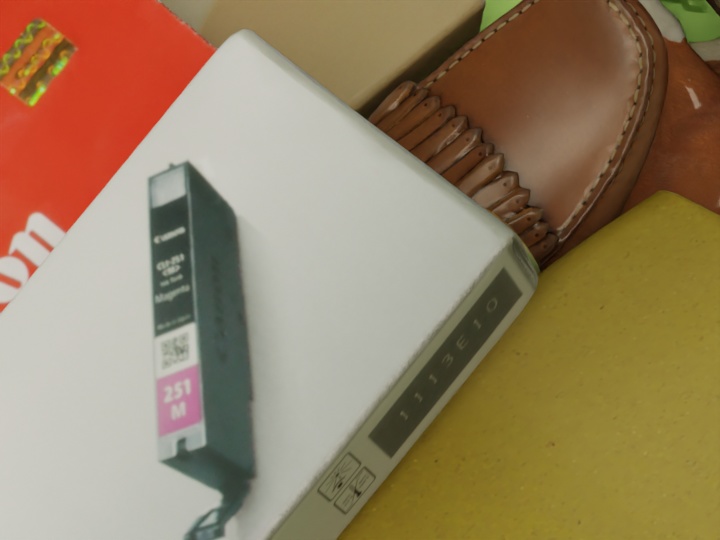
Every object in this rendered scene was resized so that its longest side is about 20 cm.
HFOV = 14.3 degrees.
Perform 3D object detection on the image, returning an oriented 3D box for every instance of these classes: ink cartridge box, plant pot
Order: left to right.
[{"bbox_3d":[-0.083,0.024,0.699,0.173,0.044,0.200,38,85,22],"label":"ink cartridge box"},{"bbox_3d":[0.100,0.101,0.727,0.199,0.200,0.177,29,82,39],"label":"plant pot"}]

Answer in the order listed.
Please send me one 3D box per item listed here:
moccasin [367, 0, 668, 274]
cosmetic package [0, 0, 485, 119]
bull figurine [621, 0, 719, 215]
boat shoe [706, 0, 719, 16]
[{"bbox_3d":[-0.001,-0.001,0.755,0.201,0.078,0.074,-38,73,11],"label":"moccasin"},{"bbox_3d":[-0.072,-0.041,0.797,0.200,0.071,0.105,-42,84,-9],"label":"cosmetic package"},{"bbox_3d":[0.081,-0.019,0.813,0.200,0.065,0.122,-40,81,0],"label":"bull figurine"},{"bbox_3d":[0.127,-0.075,0.754,0.200,0.072,0.072,41,62,-11],"label":"boat shoe"}]
